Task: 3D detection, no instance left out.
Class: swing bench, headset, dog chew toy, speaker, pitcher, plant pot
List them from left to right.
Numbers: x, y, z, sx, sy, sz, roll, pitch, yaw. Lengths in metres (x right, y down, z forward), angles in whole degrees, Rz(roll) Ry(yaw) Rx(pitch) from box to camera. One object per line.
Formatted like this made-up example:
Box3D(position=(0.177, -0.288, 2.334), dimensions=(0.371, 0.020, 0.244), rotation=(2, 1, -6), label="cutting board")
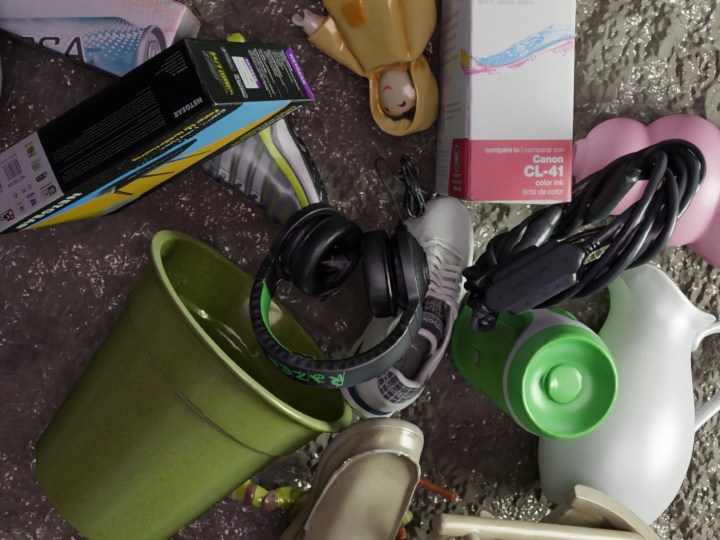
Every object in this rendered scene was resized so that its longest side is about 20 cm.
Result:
Box3D(position=(-0.140, 0.108, 0.821), dimensions=(0.200, 0.200, 0.190), rotation=(42, 102, -11), label="plant pot")
Box3D(position=(0.000, 0.000, 0.797), dimensions=(0.122, 0.094, 0.201), rotation=(16, 61, 20), label="headset")
Box3D(position=(0.112, 0.267, 0.834), dimensions=(0.199, 0.199, 0.131), rotation=(-5, 56, -38), label="swing bench")
Box3D(position=(0.127, 0.068, 0.834), dimensions=(0.087, 0.200, 0.090), rotation=(-1, 96, -9), label="speaker")
Box3D(position=(0.243, 0.116, 0.907), dimensions=(0.170, 0.121, 0.202), rotation=(23, 80, -18), label="pitcher")
Box3D(position=(0.268, -0.070, 0.887), dimensions=(0.198, 0.125, 0.126), rotation=(12, 94, -2), label="dog chew toy")

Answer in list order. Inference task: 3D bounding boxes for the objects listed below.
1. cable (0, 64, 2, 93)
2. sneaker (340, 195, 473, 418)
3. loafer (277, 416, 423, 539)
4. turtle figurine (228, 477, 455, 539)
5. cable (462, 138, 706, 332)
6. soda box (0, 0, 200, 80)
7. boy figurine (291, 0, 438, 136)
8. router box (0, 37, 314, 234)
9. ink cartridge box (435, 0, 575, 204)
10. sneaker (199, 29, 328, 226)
Box3D(position=(-0.350, -0.166, 0.762), dimensions=(0.198, 0.069, 0.202), rotation=(20, 120, 9), label="cable")
Box3D(position=(0.053, 0.021, 0.850), dimensions=(0.076, 0.080, 0.201), rotation=(27, 62, -11), label="sneaker")
Box3D(position=(-0.007, 0.189, 0.793), dimensions=(0.075, 0.069, 0.201), rotation=(13, 125, -22), label="loafer")
Box3D(position=(-0.026, 0.222, 0.896), dimensions=(0.198, 0.064, 0.163), rotation=(14, 94, -10), label="turtle figurine")
Box3D(position=(0.163, -0.028, 0.791), dimensions=(0.199, 0.163, 0.051), rotation=(-34, 97, 22), label="cable")
Box3D(position=(-0.224, -0.196, 0.804), dimensions=(0.198, 0.064, 0.069), rotation=(22, 92, 2), label="soda box")
Box3D(position=(0.003, -0.196, 0.842), dimensions=(0.123, 0.065, 0.201), rotation=(-7, 119, 33), label="boy figurine")
Box3D(position=(-0.149, -0.094, 0.761), dimensions=(0.199, 0.149, 0.051), rotation=(-25, 89, 25), label="router box")
Box3D(position=(0.108, -0.155, 0.833), dimensions=(0.085, 0.148, 0.202), rotation=(2, 97, -4), label="ink cartridge box")
Box3D(position=(-0.082, -0.082, 0.861), dimensions=(0.080, 0.074, 0.202), rotation=(-25, 95, 6), label="sneaker")
